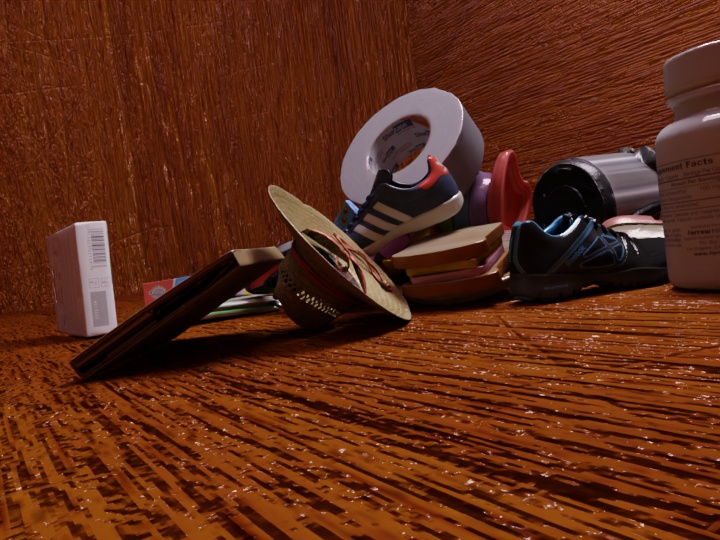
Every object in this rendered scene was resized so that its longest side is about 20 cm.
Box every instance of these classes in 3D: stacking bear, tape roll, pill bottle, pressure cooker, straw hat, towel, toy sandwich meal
[{"bbox_3d":[0.128,-0.094,0.817,0.199,0.114,0.121,3,-24,34],"label":"stacking bear"},{"bbox_3d":[0.069,-0.156,0.790,0.199,0.201,0.066,-6,-32,40],"label":"tape roll"},{"bbox_3d":[0.323,-0.089,0.491,0.113,0.202,0.114,-7,2,0],"label":"pill bottle"},{"bbox_3d":[0.414,-0.110,0.942,0.199,0.180,0.176,-10,0,-25],"label":"pressure cooker"},{"bbox_3d":[-0.042,0.012,0.563,0.085,0.201,0.201,-46,-4,10],"label":"straw hat"},{"bbox_3d":[-0.209,0.057,0.885,0.151,0.024,0.200,-8,1,-19],"label":"towel"},{"bbox_3d":[0.114,-0.024,0.660,0.204,0.071,0.205,-17,19,6],"label":"toy sandwich meal"}]

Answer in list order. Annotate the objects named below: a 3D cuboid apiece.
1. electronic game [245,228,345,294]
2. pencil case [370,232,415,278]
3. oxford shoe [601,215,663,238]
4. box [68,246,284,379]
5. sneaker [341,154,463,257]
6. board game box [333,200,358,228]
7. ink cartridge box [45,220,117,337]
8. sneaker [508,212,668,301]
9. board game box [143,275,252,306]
[{"bbox_3d":[-0.083,-0.010,0.861,0.199,0.042,0.200,-22,-11,-4],"label":"electronic game"},{"bbox_3d":[0.000,0.000,0.779,0.199,0.091,0.094,-10,8,-16],"label":"pencil case"},{"bbox_3d":[0.375,-0.024,0.640,0.199,0.071,0.075,-5,30,29],"label":"oxford shoe"},{"bbox_3d":[-0.159,0.030,0.544,0.163,0.021,0.200,-35,1,4],"label":"box"},{"bbox_3d":[0.020,-0.073,0.682,0.199,0.085,0.075,-27,11,8],"label":"sneaker"},{"bbox_3d":[-0.006,-0.042,1.001,0.151,0.037,0.200,-10,-35,-43],"label":"board game box"},{"bbox_3d":[-0.430,0.017,0.863,0.050,0.162,0.199,-7,1,-38],"label":"ink cartridge box"},{"bbox_3d":[0.241,-0.022,0.572,0.199,0.083,0.073,-8,3,-20],"label":"sneaker"},{"bbox_3d":[-0.274,0.036,1.022,0.152,0.041,0.200,-9,-4,6],"label":"board game box"}]
